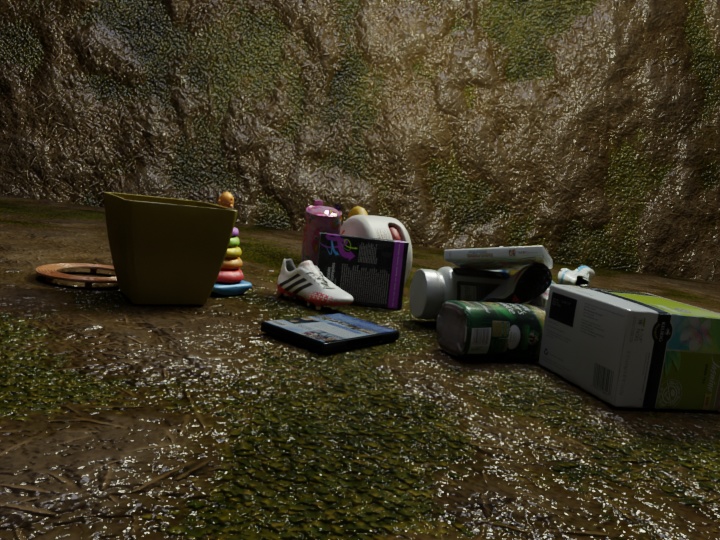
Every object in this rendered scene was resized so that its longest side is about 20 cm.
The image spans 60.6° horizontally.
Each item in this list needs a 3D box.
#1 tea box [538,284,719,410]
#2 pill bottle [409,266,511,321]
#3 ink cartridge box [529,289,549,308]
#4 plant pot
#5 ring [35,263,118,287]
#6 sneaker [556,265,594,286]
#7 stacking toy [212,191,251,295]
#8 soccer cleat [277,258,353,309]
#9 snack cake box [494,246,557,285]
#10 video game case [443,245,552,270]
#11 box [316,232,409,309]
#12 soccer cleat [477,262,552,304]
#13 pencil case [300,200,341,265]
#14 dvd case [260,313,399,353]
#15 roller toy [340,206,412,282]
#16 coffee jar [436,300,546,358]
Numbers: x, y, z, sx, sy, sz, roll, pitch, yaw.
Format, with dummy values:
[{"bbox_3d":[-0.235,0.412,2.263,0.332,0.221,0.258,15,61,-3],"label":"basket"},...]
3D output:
[{"bbox_3d":[0.405,0.108,0.917,0.191,0.138,0.200,4,8,-14],"label":"tea box"},{"bbox_3d":[0.204,0.054,1.230,0.194,0.117,0.114,5,7,-16],"label":"pill bottle"},{"bbox_3d":[0.418,0.091,1.207,0.194,0.086,0.145,7,8,-6],"label":"ink cartridge box"},{"bbox_3d":[-0.358,-0.038,1.131,0.196,0.182,0.198,3,8,-34],"label":"plant pot"},{"bbox_3d":[-0.536,0.010,1.223,0.194,0.020,0.201,6,7,-1],"label":"ring"},{"bbox_3d":[0.794,0.034,2.211,0.196,0.077,0.086,-8,22,-37],"label":"sneaker"},{"bbox_3d":[-0.286,-0.059,1.266,0.108,0.206,0.115,11,9,33],"label":"stacking toy"},{"bbox_3d":[-0.095,0.026,1.257,0.196,0.088,0.068,13,9,39],"label":"soccer cleat"},{"bbox_3d":[0.377,0.037,1.350,0.199,0.068,0.115,39,2,-8],"label":"snack cake box"},{"bbox_3d":[0.270,-0.020,1.185,0.177,0.024,0.199,-2,-7,22],"label":"video game case"},{"bbox_3d":[0.000,0.000,1.325,0.194,0.147,0.036,6,5,-9],"label":"box"},{"bbox_3d":[0.266,0.060,1.144,0.198,0.069,0.073,-38,-1,-4],"label":"soccer cleat"},{"bbox_3d":[-0.093,-0.050,1.388,0.085,0.205,0.088,7,23,-3],"label":"pencil case"},{"bbox_3d":[-0.046,0.099,1.008,0.140,0.018,0.198,13,9,37],"label":"dvd case"},{"bbox_3d":[0.023,-0.037,1.449,0.137,0.206,0.181,1,15,-33],"label":"roller toy"},{"bbox_3d":[0.231,0.098,1.018,0.195,0.088,0.104,4,5,-23],"label":"coffee jar"}]
